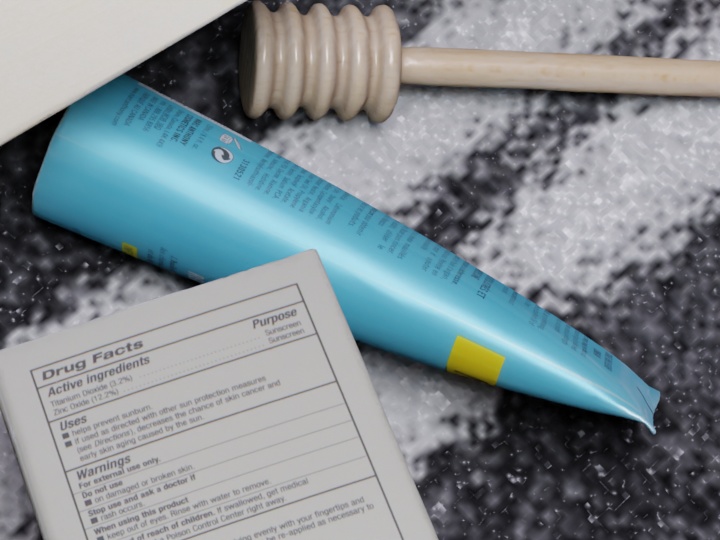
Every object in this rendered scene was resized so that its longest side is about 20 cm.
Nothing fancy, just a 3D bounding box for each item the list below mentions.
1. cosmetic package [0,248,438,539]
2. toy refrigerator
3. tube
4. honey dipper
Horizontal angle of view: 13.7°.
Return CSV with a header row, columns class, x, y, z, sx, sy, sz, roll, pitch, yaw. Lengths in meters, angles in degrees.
class,x,y,z,sx,sy,sz,roll,pitch,yaw
cosmetic package,-0.025,0.102,0.816,0.103,0.073,0.200,-17,53,-6
toy refrigerator,-0.112,-0.069,0.858,0.200,0.076,0.070,-31,104,1
tube,0.000,0.000,0.905,0.199,0.077,0.051,24,103,3
honey dipper,0.061,-0.065,0.956,0.199,0.038,0.038,0,69,-13
